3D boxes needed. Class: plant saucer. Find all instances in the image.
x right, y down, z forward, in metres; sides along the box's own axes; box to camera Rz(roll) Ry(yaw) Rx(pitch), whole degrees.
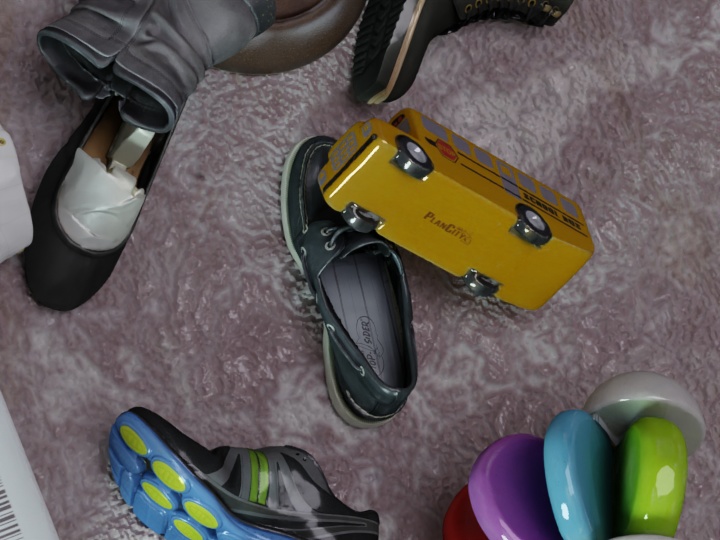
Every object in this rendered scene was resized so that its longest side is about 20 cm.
[{"bbox_3d":[-0.077,-0.233,1.815,0.199,0.032,0.201,7,72,-22],"label":"plant saucer"}]

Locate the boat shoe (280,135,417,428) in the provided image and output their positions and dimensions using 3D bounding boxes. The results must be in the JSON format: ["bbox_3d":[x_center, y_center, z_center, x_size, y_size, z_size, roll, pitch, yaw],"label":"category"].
[{"bbox_3d":[-0.002,0.001,1.764,0.074,0.066,0.201,-2,77,-23],"label":"boat shoe"}]

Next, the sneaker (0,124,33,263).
[{"bbox_3d":[-0.284,-0.080,1.662,0.115,0.074,0.201,-34,100,-30],"label":"sneaker"}]

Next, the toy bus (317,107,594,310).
[{"bbox_3d":[0.063,-0.044,1.768,0.199,0.065,0.079,28,31,-31],"label":"toy bus"}]

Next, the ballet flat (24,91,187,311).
[{"bbox_3d":[-0.160,-0.070,1.711,0.068,0.068,0.201,27,67,-16],"label":"ballet flat"}]

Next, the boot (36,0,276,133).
[{"bbox_3d":[-0.164,-0.182,1.700,0.200,0.070,0.132,33,57,20],"label":"boot"}]

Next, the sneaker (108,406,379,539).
[{"bbox_3d":[-0.073,0.143,1.700,0.199,0.071,0.083,30,52,-16],"label":"sneaker"}]

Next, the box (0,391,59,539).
[{"bbox_3d":[-0.294,0.159,1.553,0.199,0.131,0.200,-21,85,-27],"label":"box"}]

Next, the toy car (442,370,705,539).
[{"bbox_3d":[0.133,0.161,1.713,0.149,0.200,0.176,15,52,-13],"label":"toy car"}]

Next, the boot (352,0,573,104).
[{"bbox_3d":[0.083,-0.181,1.851,0.138,0.077,0.201,29,67,-20],"label":"boot"}]
